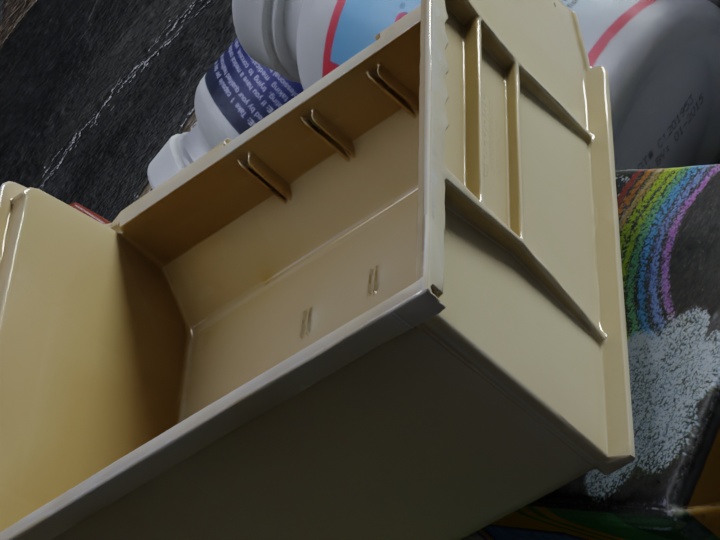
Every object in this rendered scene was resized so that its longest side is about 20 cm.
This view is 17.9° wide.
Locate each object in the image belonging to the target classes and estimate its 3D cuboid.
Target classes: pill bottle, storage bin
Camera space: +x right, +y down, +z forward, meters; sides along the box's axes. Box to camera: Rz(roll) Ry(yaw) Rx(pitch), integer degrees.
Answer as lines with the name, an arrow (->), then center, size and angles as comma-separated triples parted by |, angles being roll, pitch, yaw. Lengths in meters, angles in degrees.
pill bottle -> -0.020, -0.098, 1.265 | 0.200, 0.116, 0.116 | -46, 23, 15
storage bin -> -0.025, 0.006, 0.707 | 0.200, 0.094, 0.199 | -32, 35, 29
pill bottle -> 0.046, -0.089, 0.930 | 0.200, 0.109, 0.109 | 27, 79, 34

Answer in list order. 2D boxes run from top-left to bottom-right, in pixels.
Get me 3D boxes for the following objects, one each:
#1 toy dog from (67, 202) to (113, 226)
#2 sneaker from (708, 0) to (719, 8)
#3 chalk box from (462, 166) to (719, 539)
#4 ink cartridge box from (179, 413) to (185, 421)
toy dog -> -0.107, 0.049, 0.999 | 0.096, 0.132, 0.201 | 23, 90, 34
sneaker -> 0.161, -0.119, 0.897 | 0.200, 0.070, 0.073 | 24, -120, -78
chalk box -> 0.092, 0.050, 0.744 | 0.200, 0.124, 0.125 | -1, 57, 55
ink cartridge box -> -0.043, 0.047, 0.870 | 0.146, 0.083, 0.200 | 24, 53, 39
